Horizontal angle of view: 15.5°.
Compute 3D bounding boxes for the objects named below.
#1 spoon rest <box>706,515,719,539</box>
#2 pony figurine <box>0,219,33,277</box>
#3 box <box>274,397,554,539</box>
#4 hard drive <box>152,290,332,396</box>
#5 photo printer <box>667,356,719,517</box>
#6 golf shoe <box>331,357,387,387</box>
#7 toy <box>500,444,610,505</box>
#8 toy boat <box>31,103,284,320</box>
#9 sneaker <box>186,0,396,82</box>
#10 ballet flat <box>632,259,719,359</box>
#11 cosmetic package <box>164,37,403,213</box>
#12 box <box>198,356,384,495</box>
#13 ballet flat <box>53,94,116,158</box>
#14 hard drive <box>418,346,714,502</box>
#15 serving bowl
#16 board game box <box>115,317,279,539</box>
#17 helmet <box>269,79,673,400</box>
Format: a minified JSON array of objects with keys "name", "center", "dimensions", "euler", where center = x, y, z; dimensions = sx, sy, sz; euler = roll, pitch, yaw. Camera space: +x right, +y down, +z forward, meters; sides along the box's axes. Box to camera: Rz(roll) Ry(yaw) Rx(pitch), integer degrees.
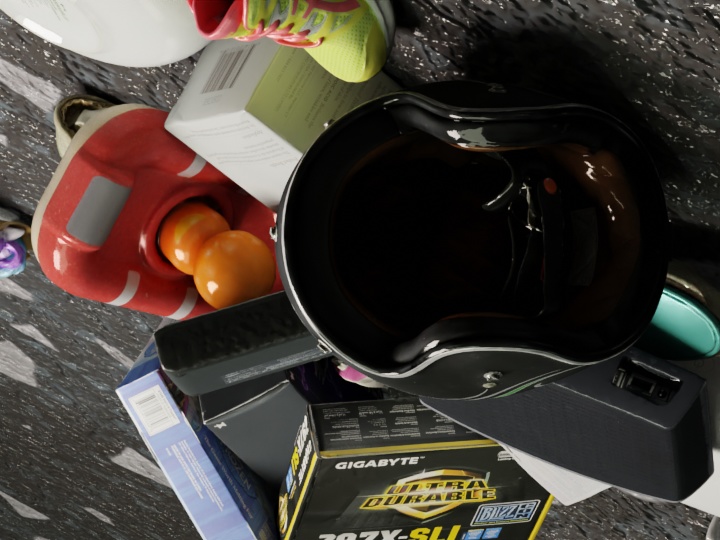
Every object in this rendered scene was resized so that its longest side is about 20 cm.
[{"name":"spoon rest","center":[0.343,0.179,1.831],"dimensions":[0.200,0.061,0.099],"euler":[5,154,23]},{"name":"pony figurine","center":[-0.376,-0.043,2.160],"dimensions":[0.200,0.167,0.193],"euler":[19,-168,16]},{"name":"box","center":[0.046,0.151,1.941],"dimensions":[0.200,0.049,0.160],"euler":[-3,148,-15]},{"name":"hard drive","center":[-0.055,0.041,1.671],"dimensions":[0.139,0.033,0.200],"euler":[-16,174,-2]},{"name":"photo printer","center":[0.264,0.108,1.700],"dimensions":[0.166,0.070,0.200],"euler":[19,160,8]},{"name":"golf shoe","center":[0.052,0.062,1.896],"dimensions":[0.091,0.075,0.200],"euler":[33,162,-23]},{"name":"toy","center":[0.136,0.096,1.780],"dimensions":[0.115,0.047,0.200],"euler":[42,165,-2]},{"name":"toy boat","center":[-0.099,-0.018,1.673],"dimensions":[0.200,0.131,0.131],"euler":[15,-161,-46]},{"name":"sneaker","center":[-0.056,-0.155,1.454],"dimensions":[0.078,0.090,0.200],"euler":[8,154,43]},{"name":"ballet flat","center":[0.156,0.011,1.618],"dimensions":[0.200,0.062,0.068],"euler":[6,126,43]},{"name":"cosmetic package","center":[-0.007,-0.067,1.630],"dimensions":[0.200,0.081,0.113],"euler":[37,160,-26]},{"name":"box","center":[-0.049,0.097,2.010],"dimensions":[0.079,0.141,0.200],"euler":[-26,138,15]},{"name":"ballet flat","center":[-0.132,-0.068,1.829],"dimensions":[0.200,0.067,0.062],"euler":[21,153,21]},{"name":"hard drive","center":[0.117,0.075,1.625],"dimensions":[0.200,0.042,0.135],"euler":[21,154,21]},{"name":"serving bowl","center":[-0.176,-0.182,1.593],"dimensions":[0.200,0.066,0.200],"euler":[26,162,10]},{"name":"board game box","center":[-0.099,0.130,2.033],"dimensions":[0.043,0.199,0.200],"euler":[-25,104,17]},{"name":"helmet","center":[0.055,-0.017,1.496],"dimensions":[0.191,0.200,0.200],"euler":[-2,145,43]}]
